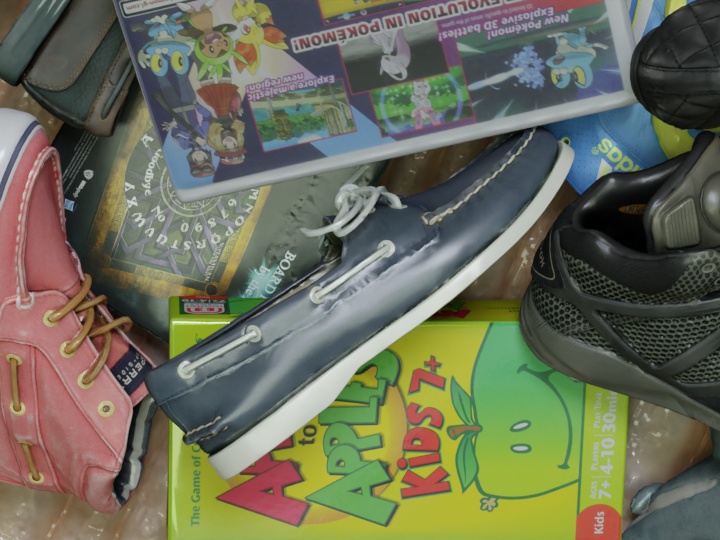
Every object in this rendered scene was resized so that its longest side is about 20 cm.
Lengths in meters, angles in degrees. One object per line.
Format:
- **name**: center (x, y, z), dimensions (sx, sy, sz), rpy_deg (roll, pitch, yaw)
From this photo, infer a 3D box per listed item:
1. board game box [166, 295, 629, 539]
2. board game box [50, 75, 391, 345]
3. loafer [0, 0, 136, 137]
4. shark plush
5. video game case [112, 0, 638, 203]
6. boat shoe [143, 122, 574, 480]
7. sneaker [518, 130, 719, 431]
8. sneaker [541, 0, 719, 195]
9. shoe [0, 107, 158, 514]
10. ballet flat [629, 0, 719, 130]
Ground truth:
- **board game box**: center (0.015, 0.066, 0.950), dimensions (0.200, 0.048, 0.102), rpy_deg (0, 103, -6)
- **board game box**: center (-0.055, -0.063, 0.962), dimensions (0.135, 0.028, 0.200), rpy_deg (33, 103, -1)
- **loafer**: center (-0.075, -0.141, 0.905), dimensions (0.063, 0.072, 0.200), rpy_deg (40, 114, -6)
- **shark plush**: center (0.141, 0.117, 0.947), dimensions (0.200, 0.083, 0.091), rpy_deg (-22, 98, 11)
- **video game case**: center (-0.002, -0.130, 0.856), dimensions (0.200, 0.023, 0.182), rpy_deg (-12, 115, 8)
- **boat shoe**: center (0.000, 0.000, 0.885), dimensions (0.200, 0.075, 0.062), rpy_deg (-41, 96, -3)
- **sneaker**: center (0.167, 0.014, 0.868), dimensions (0.199, 0.076, 0.114), rpy_deg (19, 144, 8)
- **sneaker**: center (0.115, -0.092, 0.911), dimensions (0.105, 0.076, 0.200), rpy_deg (-13, 101, 10)
- **shoe**: center (-0.129, 0.022, 0.942), dimensions (0.091, 0.071, 0.200), rpy_deg (18, 130, 8)
- **ballet flat**: center (0.194, -0.093, 0.864), dimensions (0.200, 0.057, 0.067), rpy_deg (-21, 113, -31)
